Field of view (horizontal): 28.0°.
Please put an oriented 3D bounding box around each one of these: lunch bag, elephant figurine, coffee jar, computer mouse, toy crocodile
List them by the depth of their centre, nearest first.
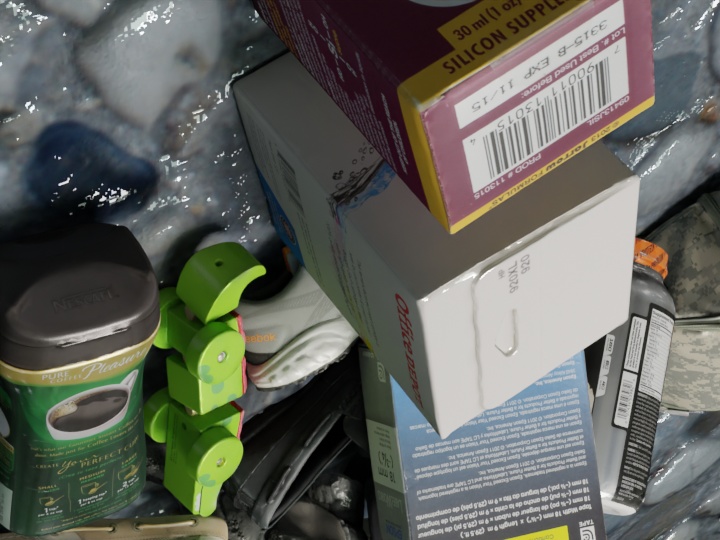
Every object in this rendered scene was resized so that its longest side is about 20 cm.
[{"bbox_3d":[-0.176,0.065,0.859,0.104,0.085,0.200,-15,141,-27],"label":"coffee jar"},{"bbox_3d":[-0.100,0.073,0.938,0.062,0.067,0.200,-21,128,-38],"label":"toy crocodile"},{"bbox_3d":[-0.076,0.210,1.061,0.200,0.155,0.142,24,78,-67],"label":"elephant figurine"},{"bbox_3d":[0.029,0.254,1.102,0.034,0.201,0.059,-6,170,-1],"label":"computer mouse"},{"bbox_3d":[0.314,0.035,1.267,0.167,0.140,0.200,-23,146,4],"label":"lunch bag"}]

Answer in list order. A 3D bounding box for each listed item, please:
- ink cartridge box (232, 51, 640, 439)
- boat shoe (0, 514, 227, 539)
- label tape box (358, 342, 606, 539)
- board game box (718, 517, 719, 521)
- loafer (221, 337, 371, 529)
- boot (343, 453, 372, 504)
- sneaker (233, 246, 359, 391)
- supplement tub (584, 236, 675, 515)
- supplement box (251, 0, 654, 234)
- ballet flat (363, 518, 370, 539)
[{"bbox_3d":[0.046,-0.038,0.850,0.144,0.200,0.147,-30,146,-13],"label":"ink cartridge box"},{"bbox_3d":[-0.189,0.193,0.979,0.199,0.065,0.072,1,145,1],"label":"boat shoe"},{"bbox_3d":[0.084,0.138,0.965,0.144,0.063,0.201,-8,93,-21],"label":"label tape box"},{"bbox_3d":[0.556,0.251,1.837,0.134,0.034,0.200,-4,133,-42],"label":"board game box"},{"bbox_3d":[-0.009,0.099,0.999,0.200,0.070,0.068,-39,156,-5],"label":"loafer"},{"bbox_3d":[0.038,0.118,1.147,0.198,0.073,0.163,8,126,-51],"label":"boot"},{"bbox_3d":[0.000,0.000,0.959,0.200,0.079,0.074,-32,-170,-5],"label":"sneaker"},{"bbox_3d":[0.170,0.076,1.095,0.122,0.122,0.201,31,68,-55],"label":"supplement tub"},{"bbox_3d":[0.036,-0.139,0.722,0.131,0.200,0.103,-34,146,-9],"label":"supplement box"},{"bbox_3d":[0.011,0.230,1.215,0.064,0.200,0.067,43,60,-20],"label":"ballet flat"}]
